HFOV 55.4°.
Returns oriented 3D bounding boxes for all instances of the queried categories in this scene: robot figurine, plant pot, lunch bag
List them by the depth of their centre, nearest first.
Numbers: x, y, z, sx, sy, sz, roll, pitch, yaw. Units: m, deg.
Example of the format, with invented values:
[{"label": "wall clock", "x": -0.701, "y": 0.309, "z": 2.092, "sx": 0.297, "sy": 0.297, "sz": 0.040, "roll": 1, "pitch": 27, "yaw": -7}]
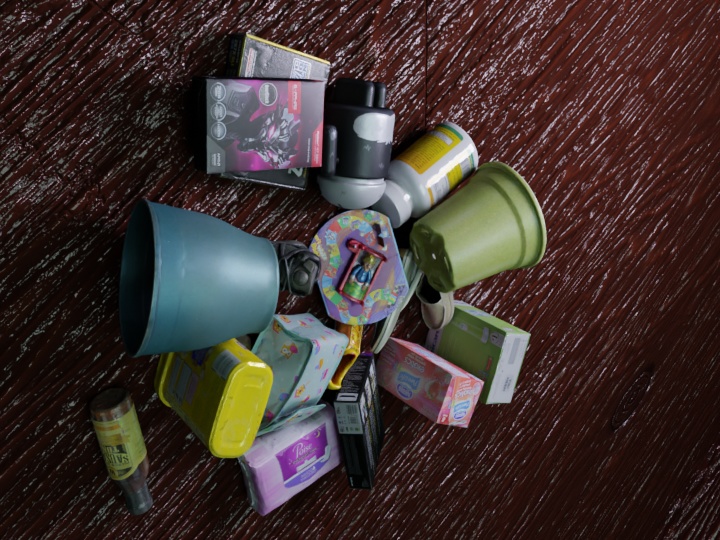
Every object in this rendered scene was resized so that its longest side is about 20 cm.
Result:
[{"label": "plant pot", "x": -0.218, "y": 0.016, "z": 0.943, "sx": 0.183, "sy": 0.199, "sz": 0.206, "roll": 5, "pitch": 103, "yaw": -32}, {"label": "robot figurine", "x": -0.011, "y": -0.203, "z": 1.112, "sx": 0.146, "sy": 0.125, "sz": 0.206, "roll": 0, "pitch": 107, "yaw": -22}, {"label": "lunch bag", "x": -0.121, "y": 0.183, "z": 1.134, "sx": 0.204, "sy": 0.120, "sz": 0.170, "roll": -65, "pitch": 162, "yaw": 5}, {"label": "plant pot", "x": 0.191, "y": -0.060, "z": 1.204, "sx": 0.181, "sy": 0.200, "sz": 0.205, "roll": -26, "pitch": 122, "yaw": -19}]

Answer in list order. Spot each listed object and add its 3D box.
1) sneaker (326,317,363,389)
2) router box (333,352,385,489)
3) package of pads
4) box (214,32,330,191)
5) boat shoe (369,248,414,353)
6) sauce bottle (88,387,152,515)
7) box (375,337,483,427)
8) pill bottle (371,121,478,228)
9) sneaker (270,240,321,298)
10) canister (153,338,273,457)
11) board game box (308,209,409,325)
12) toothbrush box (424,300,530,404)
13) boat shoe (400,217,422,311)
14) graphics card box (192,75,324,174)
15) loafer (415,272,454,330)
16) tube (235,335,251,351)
[{"label": "sneaker", "x": -0.020, "y": 0.123, "z": 1.250, "sx": 0.072, "sy": 0.076, "sz": 0.205, "roll": 32, "pitch": 75, "yaw": -41}, {"label": "router box", "x": 0.002, "y": 0.283, "z": 1.296, "sx": 0.150, "sy": 0.049, "sz": 0.205, "roll": -66, "pitch": 152, "yaw": -60}, {"label": "package of pads", "x": -0.125, "y": 0.334, "z": 1.242, "sx": 0.197, "sy": 0.075, "sz": 0.124, "roll": -26, "pitch": 123, "yaw": -31}, {"label": "box", "x": -0.137, "y": -0.234, "z": 1.041, "sx": 0.157, "sy": 0.049, "sz": 0.206, "roll": 4, "pitch": 103, "yaw": -43}, {"label": "boat shoe", "x": 0.046, "y": 0.053, "z": 1.268, "sx": 0.075, "sy": 0.061, "sz": 0.206, "roll": -31, "pitch": 137, "yaw": -73}, {"label": "sauce bottle", "x": -0.353, "y": 0.277, "z": 1.032, "sx": 0.065, "sy": 0.065, "sz": 0.206, "roll": -23, "pitch": 118, "yaw": -31}, {"label": "box", "x": 0.126, "y": 0.213, "z": 1.328, "sx": 0.101, "sy": 0.198, "sz": 0.097, "roll": 19, "pitch": 94, "yaw": -42}, {"label": "pill bottle", "x": 0.110, "y": -0.168, "z": 1.233, "sx": 0.199, "sy": 0.112, "sz": 0.115, "roll": -41, "pitch": 128, "yaw": -22}, {"label": "sneaker", "x": -0.142, "y": -0.005, "z": 1.079, "sx": 0.195, "sy": 0.113, "sz": 0.079, "roll": -1, "pitch": 106, "yaw": -38}, {"label": "canister", "x": -0.219, "y": 0.165, "z": 1.014, "sx": 0.085, "sy": 0.198, "sz": 0.153, "roll": 15, "pitch": 97, "yaw": -41}, {"label": "board game box", "x": 0.000, "y": 0.000, "z": 1.188, "sx": 0.154, "sy": 0.039, "sz": 0.206, "roll": -19, "pitch": 102, "yaw": -6}, {"label": "toothbrush box", "x": 0.229, "y": 0.161, "z": 1.397, "sx": 0.084, "sy": 0.198, "sz": 0.150, "roll": 7, "pitch": 102, "yaw": -41}, {"label": "boat shoe", "x": 0.097, "y": -0.022, "z": 1.312, "sx": 0.072, "sy": 0.059, "sz": 0.207, "roll": -53, "pitch": 166, "yaw": -80}, {"label": "graphics card box", "x": -0.142, "y": -0.210, "z": 0.981, "sx": 0.196, "sy": 0.050, "sz": 0.130, "roll": -9, "pitch": 111, "yaw": -36}, {"label": "loafer", "x": 0.142, "y": 0.047, "z": 1.344, "sx": 0.067, "sy": 0.075, "sz": 0.204, "roll": -32, "pitch": 142, "yaw": -28}, {"label": "tube", "x": -0.207, "y": 0.207, "z": 1.145, "sx": 0.056, "sy": 0.052, "sz": 0.206, "roll": 4, "pitch": 111, "yaw": -5}]
